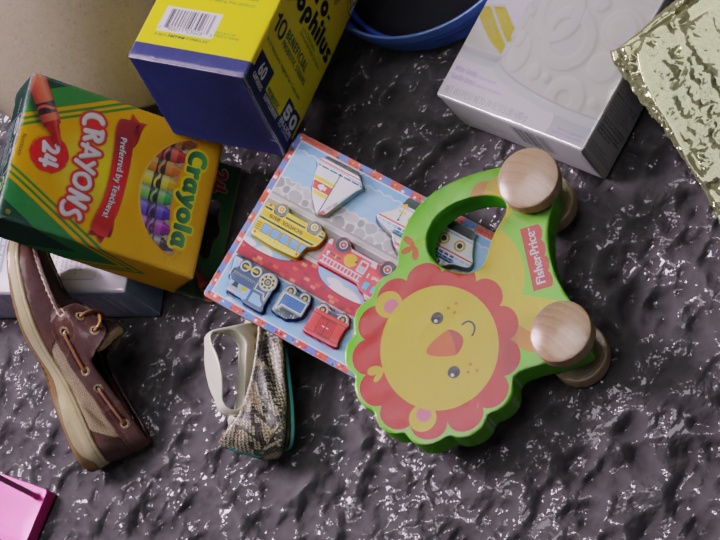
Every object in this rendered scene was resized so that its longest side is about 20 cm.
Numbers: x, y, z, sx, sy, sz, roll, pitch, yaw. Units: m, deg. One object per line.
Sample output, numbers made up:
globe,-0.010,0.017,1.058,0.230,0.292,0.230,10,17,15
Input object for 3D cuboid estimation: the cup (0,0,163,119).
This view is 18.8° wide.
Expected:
cup,-0.236,-0.181,1.847,0.199,0.200,0.144,-28,83,16

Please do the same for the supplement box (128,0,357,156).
supplement box,-0.082,-0.210,1.730,0.109,0.109,0.201,12,64,25

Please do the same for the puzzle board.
puzzle board,0.000,0.000,1.676,0.199,0.017,0.151,28,80,13

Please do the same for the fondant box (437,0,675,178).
fondant box,0.169,-0.189,1.689,0.144,0.058,0.201,24,80,34

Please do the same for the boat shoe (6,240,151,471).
boat shoe,-0.224,0.058,1.758,0.072,0.072,0.201,-21,88,8

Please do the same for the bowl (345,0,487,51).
bowl,0.055,-0.273,1.799,0.199,0.039,0.202,-11,64,24

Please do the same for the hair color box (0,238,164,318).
hair color box,-0.258,-0.016,1.845,0.199,0.061,0.100,-1,68,27

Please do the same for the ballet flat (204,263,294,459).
ballet flat,-0.084,0.048,1.708,0.075,0.068,0.201,8,69,-13

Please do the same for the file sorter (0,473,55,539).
file sorter,-0.369,0.238,1.753,0.138,0.125,0.201,14,76,33

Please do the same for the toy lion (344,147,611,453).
toy lion,0.078,0.029,1.619,0.191,0.069,0.201,-16,66,14

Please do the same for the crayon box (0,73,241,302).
crayon box,-0.190,-0.065,1.754,0.051,0.199,0.128,148,136,-62

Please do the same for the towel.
towel,0.290,-0.124,1.583,0.148,0.036,0.201,-34,71,7
